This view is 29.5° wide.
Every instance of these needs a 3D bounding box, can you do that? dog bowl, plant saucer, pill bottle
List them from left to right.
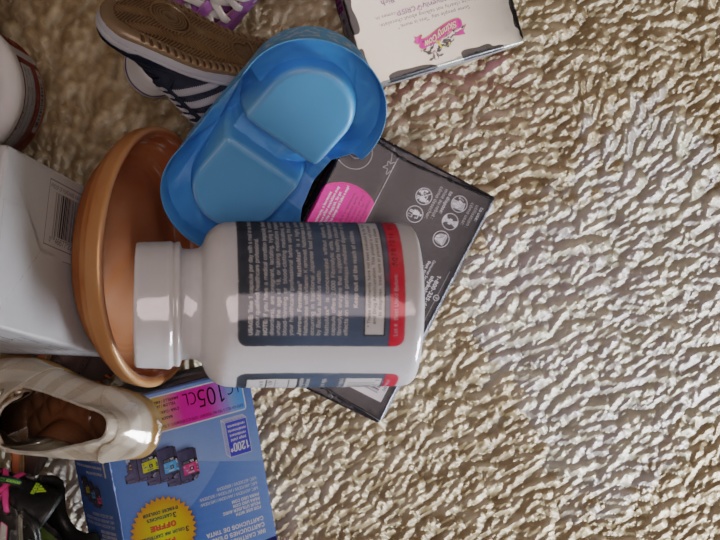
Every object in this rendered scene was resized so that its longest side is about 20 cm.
[{"bbox_3d":[-0.303,-0.134,1.024,0.112,0.200,0.112,0,94,-5],"label":"pill bottle"},{"bbox_3d":[-0.170,-0.011,1.056,0.037,0.200,0.200,3,94,17],"label":"plant saucer"},{"bbox_3d":[-0.065,-0.099,1.022,0.111,0.050,0.200,34,118,-21],"label":"dog bowl"},{"bbox_3d":[-0.061,0.024,0.982,0.200,0.120,0.120,1,94,-8],"label":"pill bottle"}]

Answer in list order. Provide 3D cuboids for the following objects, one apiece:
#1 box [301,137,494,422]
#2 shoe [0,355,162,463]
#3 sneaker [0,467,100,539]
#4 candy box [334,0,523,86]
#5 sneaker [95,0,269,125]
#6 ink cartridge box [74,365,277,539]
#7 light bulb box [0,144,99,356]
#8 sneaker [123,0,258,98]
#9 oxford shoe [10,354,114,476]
[{"bbox_3d":[0.000,0.000,1.106,0.132,0.115,0.200,27,92,-9],"label":"box"},{"bbox_3d":[-0.240,0.103,1.025,0.200,0.053,0.070,5,94,32],"label":"shoe"},{"bbox_3d":[-0.273,0.176,1.045,0.087,0.074,0.200,-31,109,22],"label":"sneaker"},{"bbox_3d":[0.039,-0.261,1.118,0.136,0.061,0.200,-16,95,-5],"label":"candy box"},{"bbox_3d":[-0.132,-0.140,1.064,0.200,0.070,0.109,13,135,-37],"label":"sneaker"},{"bbox_3d":[-0.147,0.187,1.102,0.136,0.076,0.200,-13,97,-31],"label":"ink cartridge box"},{"bbox_3d":[-0.308,-0.009,1.001,0.200,0.198,0.125,2,80,13],"label":"light bulb box"},{"bbox_3d":[-0.116,-0.220,1.081,0.073,0.114,0.201,42,91,-8],"label":"sneaker"},{"bbox_3d":[-0.231,0.081,1.113,0.073,0.071,0.200,20,92,-11],"label":"oxford shoe"}]
